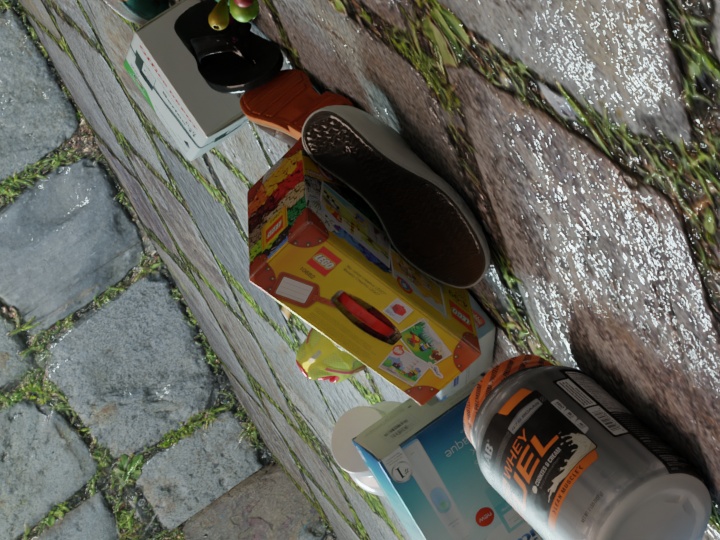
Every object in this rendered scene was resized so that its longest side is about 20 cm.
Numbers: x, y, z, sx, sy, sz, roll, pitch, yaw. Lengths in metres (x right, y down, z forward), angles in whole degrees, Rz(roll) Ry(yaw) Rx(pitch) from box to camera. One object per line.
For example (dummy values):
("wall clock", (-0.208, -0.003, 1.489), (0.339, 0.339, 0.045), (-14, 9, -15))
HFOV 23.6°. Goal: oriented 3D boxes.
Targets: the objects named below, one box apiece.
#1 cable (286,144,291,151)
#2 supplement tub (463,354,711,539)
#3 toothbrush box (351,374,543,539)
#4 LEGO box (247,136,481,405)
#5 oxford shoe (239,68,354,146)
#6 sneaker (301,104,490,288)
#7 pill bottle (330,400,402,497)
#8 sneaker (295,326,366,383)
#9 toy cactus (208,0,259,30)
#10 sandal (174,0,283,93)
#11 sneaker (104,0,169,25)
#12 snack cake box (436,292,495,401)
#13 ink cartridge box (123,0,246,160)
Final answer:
("cable", (-0.022, -0.081, 1.794), (0.097, 0.050, 0.200), (33, 174, 20))
("supplement tub", (0.175, 0.157, 1.378), (0.200, 0.123, 0.123), (43, 163, 48))
("toothbrush box", (0.108, 0.222, 1.786), (0.200, 0.146, 0.085), (61, 168, -21))
("LEGO box", (0.000, 0.000, 1.481), (0.200, 0.077, 0.149), (37, -157, -25))
("oxford shoe", (-0.054, -0.136, 1.641), (0.073, 0.071, 0.200), (57, 170, -33))
("sneaker", (0.043, -0.072, 1.478), (0.200, 0.073, 0.085), (47, -156, 3))
("pill bottle", (0.050, 0.202, 1.895), (0.104, 0.104, 0.200), (49, -167, 32))
("sneaker", (-0.016, 0.073, 1.751), (0.078, 0.090, 0.200), (50, -169, 13))
("toy cactus", (-0.151, -0.289, 1.592), (0.200, 0.102, 0.165), (43, 175, 17))
("sandal", (-0.142, -0.230, 1.719), (0.200, 0.075, 0.048), (43, 167, 51))
("sneaker", (-0.267, -0.347, 1.944), (0.200, 0.080, 0.071), (36, -155, -52))
("snack cake box", (0.045, 0.017, 1.667), (0.200, 0.067, 0.115), (52, 169, 19))
("ink cartridge box", (-0.191, -0.215, 1.953), (0.147, 0.083, 0.200), (56, 168, -3))
